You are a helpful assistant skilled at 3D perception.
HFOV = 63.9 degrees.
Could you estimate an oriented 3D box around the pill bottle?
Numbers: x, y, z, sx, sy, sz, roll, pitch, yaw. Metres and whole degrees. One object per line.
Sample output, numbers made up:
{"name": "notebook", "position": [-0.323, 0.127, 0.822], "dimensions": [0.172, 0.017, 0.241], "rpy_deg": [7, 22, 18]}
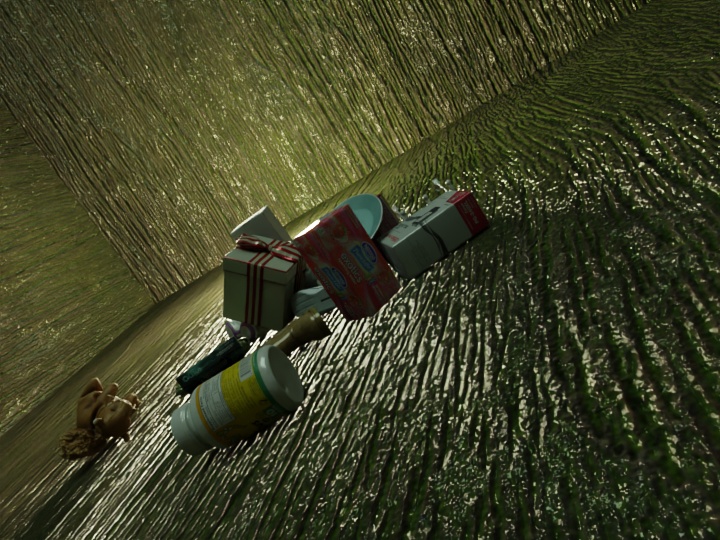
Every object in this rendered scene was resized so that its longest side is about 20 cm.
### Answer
{"name": "pill bottle", "position": [-0.201, 0.215, 0.930], "dimensions": [0.199, 0.113, 0.113], "rpy_deg": [-31, 14, 9]}

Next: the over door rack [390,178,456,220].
{"name": "over door rack", "position": [0.164, -0.168, 1.444], "dimensions": [0.147, 0.067, 0.200], "rpy_deg": [-33, 27, -2]}

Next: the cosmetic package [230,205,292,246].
{"name": "cosmetic package", "position": [-0.237, -0.056, 1.532], "dimensions": [0.112, 0.201, 0.081], "rpy_deg": [-31, 13, 12]}

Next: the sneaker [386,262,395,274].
{"name": "sneaker", "position": [0.000, 0.000, 1.280], "dimensions": [0.074, 0.082, 0.200], "rpy_deg": [-42, 13, -29]}

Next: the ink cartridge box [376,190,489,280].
{"name": "ink cartridge box", "position": [0.146, -0.078, 1.209], "dimensions": [0.199, 0.084, 0.145], "rpy_deg": [-34, 13, -4]}

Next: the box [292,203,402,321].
{"name": "box", "position": [-0.024, -0.013, 1.124], "dimensions": [0.103, 0.201, 0.094], "rpy_deg": [-41, 14, -34]}

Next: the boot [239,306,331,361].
{"name": "boot", "position": [-0.159, 0.158, 1.147], "dimensions": [0.200, 0.066, 0.175], "rpy_deg": [-36, 1, -14]}

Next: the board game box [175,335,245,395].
{"name": "board game box", "position": [-0.298, 0.207, 1.186], "dimensions": [0.135, 0.028, 0.200], "rpy_deg": [-38, -12, -18]}

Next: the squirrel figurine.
{"name": "squirrel figurine", "position": [-0.609, 0.370, 1.365], "dimensions": [0.186, 0.142, 0.200], "rpy_deg": [6, 54, 54]}

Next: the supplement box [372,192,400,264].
{"name": "supplement box", "position": [0.031, -0.091, 1.426], "dimensions": [0.103, 0.131, 0.200], "rpy_deg": [-30, 13, 20]}

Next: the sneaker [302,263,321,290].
{"name": "sneaker", "position": [-0.104, 0.019, 1.393], "dimensions": [0.074, 0.079, 0.200], "rpy_deg": [-43, -6, -31]}

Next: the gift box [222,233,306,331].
{"name": "gift box", "position": [-0.230, 0.010, 1.412], "dimensions": [0.183, 0.188, 0.200], "rpy_deg": [11, 26, 6]}

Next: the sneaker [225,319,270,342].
{"name": "sneaker", "position": [-0.279, 0.146, 1.481], "dimensions": [0.099, 0.075, 0.199], "rpy_deg": [-26, 11, -35]}

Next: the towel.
{"name": "towel", "position": [-0.339, 0.225, 1.332], "dimensions": [0.200, 0.037, 0.148], "rpy_deg": [-38, 0, -17]}

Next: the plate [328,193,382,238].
{"name": "plate", "position": [-0.027, -0.086, 1.289], "dimensions": [0.199, 0.026, 0.201], "rpy_deg": [-26, 42, 26]}

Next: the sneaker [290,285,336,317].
{"name": "sneaker", "position": [-0.081, 0.067, 1.298], "dimensions": [0.071, 0.074, 0.199], "rpy_deg": [-17, 1, -42]}
